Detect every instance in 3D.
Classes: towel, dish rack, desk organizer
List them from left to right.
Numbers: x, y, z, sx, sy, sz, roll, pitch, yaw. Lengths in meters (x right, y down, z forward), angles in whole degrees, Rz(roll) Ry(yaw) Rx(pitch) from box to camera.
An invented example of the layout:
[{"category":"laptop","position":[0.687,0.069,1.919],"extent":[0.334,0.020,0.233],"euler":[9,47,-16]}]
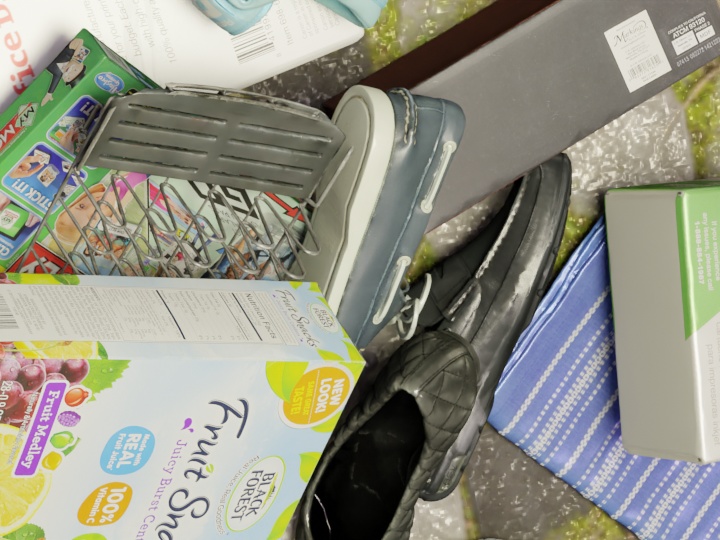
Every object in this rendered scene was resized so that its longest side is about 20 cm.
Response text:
[{"category":"dish rack","position":[-0.092,0.000,1.373],"extent":[0.153,0.055,0.200],"euler":[6,128,-37]},{"category":"desk organizer","position":[0.087,-0.103,1.500],"extent":[0.200,0.077,0.072],"euler":[-31,108,-12]},{"category":"towel","position":[0.172,0.071,1.586],"extent":[0.200,0.024,0.145],"euler":[37,87,-20]}]

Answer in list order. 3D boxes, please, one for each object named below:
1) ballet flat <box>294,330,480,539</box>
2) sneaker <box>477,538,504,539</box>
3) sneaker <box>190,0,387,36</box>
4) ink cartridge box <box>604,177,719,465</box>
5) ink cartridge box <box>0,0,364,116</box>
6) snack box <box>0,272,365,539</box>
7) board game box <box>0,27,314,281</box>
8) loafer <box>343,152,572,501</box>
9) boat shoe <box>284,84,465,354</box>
[{"category":"ballet flat","position":[0.002,0.106,1.474],"extent":[0.057,0.066,0.200],"euler":[-28,153,-46]},{"category":"sneaker","position":[0.115,0.215,1.562],"extent":[0.200,0.075,0.115],"euler":[10,96,-19]},{"category":"sneaker","position":[-0.070,-0.154,1.352],"extent":[0.200,0.074,0.082],"euler":[7,93,-19]},{"category":"ink cartridge box","position":[0.241,0.019,1.547],"extent":[0.200,0.084,0.146],"euler":[-7,94,-26]},{"category":"ink cartridge box","position":[-0.121,-0.147,1.419],"extent":[0.200,0.085,0.146],"euler":[-24,105,-16]},{"category":"snack box","position":[-0.120,0.085,1.351],"extent":[0.200,0.068,0.169],"euler":[0,129,-33]},{"category":"board game box","position":[-0.115,-0.018,1.413],"extent":[0.135,0.029,0.200],"euler":[-46,136,7]},{"category":"loafer","position":[0.053,0.023,1.512],"extent":[0.070,0.068,0.201],"euler":[24,95,1]},{"category":"boat shoe","position":[0.000,0.000,1.432],"extent":[0.062,0.075,0.200],"euler":[6,113,-23]}]
